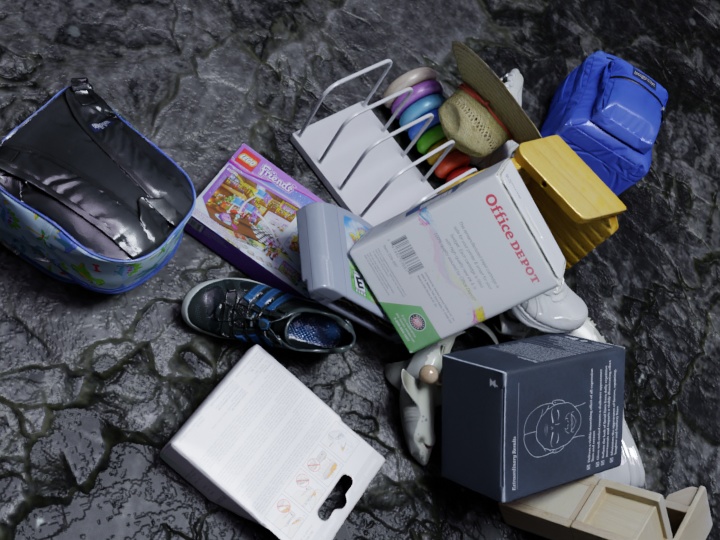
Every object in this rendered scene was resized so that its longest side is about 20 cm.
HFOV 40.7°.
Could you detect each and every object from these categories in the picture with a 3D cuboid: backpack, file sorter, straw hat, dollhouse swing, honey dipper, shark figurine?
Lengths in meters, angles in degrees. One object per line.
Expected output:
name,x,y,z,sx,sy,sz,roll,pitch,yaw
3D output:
backpack,-0.290,-0.073,1.058,0.200,0.147,0.183,37,52,1
file sorter,0.035,-0.154,1.279,0.139,0.125,0.200,-32,80,-35
straw hat,0.154,-0.199,1.291,0.085,0.201,0.201,-40,83,3
dollhouse swing,0.191,-0.049,1.253,0.182,0.200,0.176,48,60,5
backpack,0.381,-0.233,1.472,0.162,0.168,0.200,34,49,-14
honey dipper,0.141,0.152,1.165,0.200,0.038,0.038,31,50,-39
shark figurine,0.078,0.112,1.185,0.128,0.089,0.215,53,55,-34

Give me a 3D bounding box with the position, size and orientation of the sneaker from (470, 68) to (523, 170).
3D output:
sneaker,0.207,-0.217,1.441,0.081,0.075,0.200,37,55,-20

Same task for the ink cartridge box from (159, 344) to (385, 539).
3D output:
ink cartridge box,-0.093,0.204,1.067,0.200,0.050,0.161,43,53,-4

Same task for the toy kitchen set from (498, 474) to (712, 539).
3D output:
toy kitchen set,0.308,0.316,1.184,0.163,0.180,0.200,-45,128,-34

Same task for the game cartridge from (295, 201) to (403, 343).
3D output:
game cartridge,0.000,0.000,1.159,0.200,0.040,0.133,31,39,-47

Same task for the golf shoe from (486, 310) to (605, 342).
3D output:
golf shoe,0.214,0.073,1.247,0.200,0.078,0.097,31,37,20

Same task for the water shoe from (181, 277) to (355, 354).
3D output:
water shoe,-0.101,0.052,1.105,0.200,0.079,0.072,9,91,-13

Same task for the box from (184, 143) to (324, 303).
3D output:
box,-0.104,-0.050,1.204,0.200,0.039,0.137,36,54,-4

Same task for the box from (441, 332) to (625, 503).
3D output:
box,0.201,0.164,1.125,0.200,0.107,0.149,-6,100,-36

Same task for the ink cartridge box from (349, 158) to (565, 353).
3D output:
ink cartridge box,0.114,-0.016,1.114,0.145,0.200,0.088,59,26,-9

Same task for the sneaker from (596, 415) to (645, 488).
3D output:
sneaker,0.291,0.193,1.251,0.088,0.075,0.200,-12,65,-9

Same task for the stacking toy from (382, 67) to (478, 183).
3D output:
stacking toy,0.112,-0.182,1.360,0.085,0.085,0.200,-21,75,-33

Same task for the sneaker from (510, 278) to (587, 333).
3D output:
sneaker,0.208,-0.001,1.176,0.200,0.099,0.078,35,42,-11
